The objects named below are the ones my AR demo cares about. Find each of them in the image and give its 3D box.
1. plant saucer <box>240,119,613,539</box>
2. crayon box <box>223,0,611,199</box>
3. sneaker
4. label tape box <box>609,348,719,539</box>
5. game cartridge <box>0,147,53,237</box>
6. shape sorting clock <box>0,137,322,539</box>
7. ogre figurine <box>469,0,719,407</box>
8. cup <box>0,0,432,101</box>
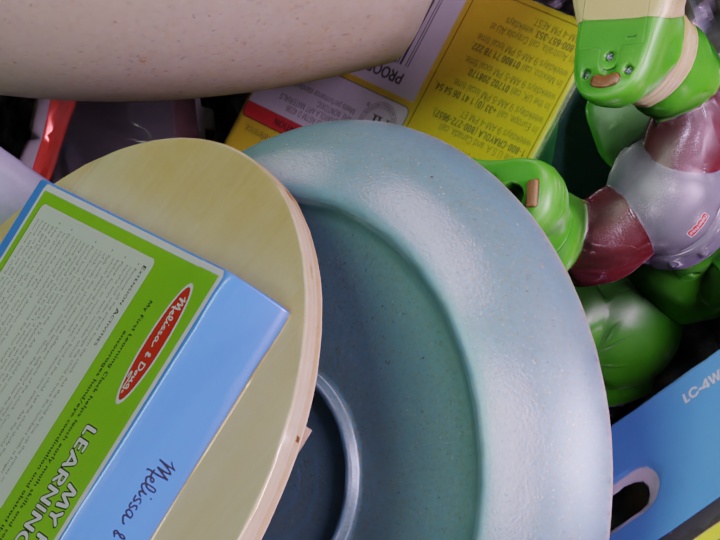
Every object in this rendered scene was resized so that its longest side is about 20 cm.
[{"bbox_3d":[-0.018,0.057,0.819,0.200,0.027,0.200,-6,82,43],"label":"plant saucer"},{"bbox_3d":[0.000,0.000,0.957,0.127,0.051,0.200,29,89,42],"label":"crayon box"},{"bbox_3d":[-0.071,-0.040,1.034,0.082,0.077,0.200,18,80,13],"label":"sneaker"},{"bbox_3d":[0.098,0.137,0.772,0.143,0.066,0.200,-38,49,22],"label":"label tape box"},{"bbox_3d":[-0.171,0.041,0.908,0.200,0.133,0.042,-55,5,2],"label":"game cartridge"},{"bbox_3d":[-0.084,0.054,0.808,0.200,0.039,0.200,-34,37,30],"label":"shape sorting clock"},{"bbox_3d":[0.083,-0.025,0.857,0.098,0.120,0.200,31,91,44],"label":"ogre figurine"},{"bbox_3d":[-0.041,-0.133,0.897,0.200,0.143,0.201,-163,90,-83],"label":"cup"}]
